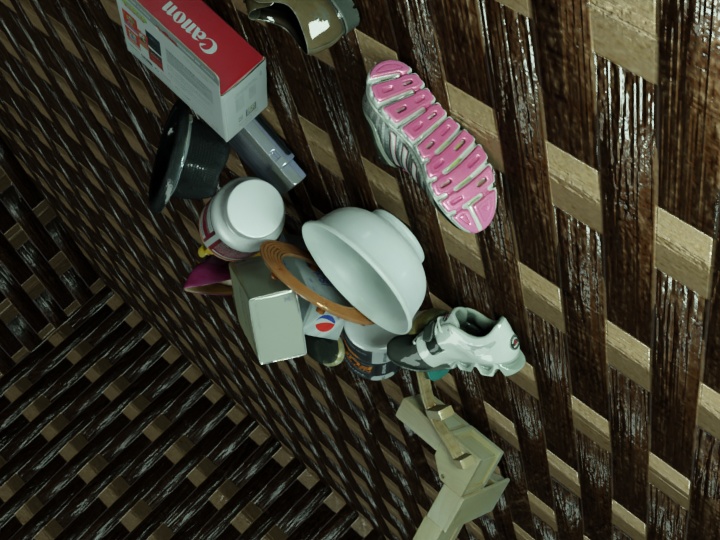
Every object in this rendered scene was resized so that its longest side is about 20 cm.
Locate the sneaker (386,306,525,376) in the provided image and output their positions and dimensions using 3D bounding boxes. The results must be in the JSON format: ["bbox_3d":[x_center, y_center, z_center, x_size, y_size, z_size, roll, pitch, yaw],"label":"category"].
[{"bbox_3d":[0.118,0.084,1.492,0.199,0.074,0.089,-1,121,31],"label":"sneaker"}]

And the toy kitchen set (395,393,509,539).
[{"bbox_3d":[0.143,0.342,1.947,0.180,0.201,0.163,37,-157,29],"label":"toy kitchen set"}]

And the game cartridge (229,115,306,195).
[{"bbox_3d":[-0.164,-0.198,1.650,0.200,0.038,0.130,49,160,-7],"label":"game cartridge"}]

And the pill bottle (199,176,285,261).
[{"bbox_3d":[-0.177,-0.079,1.706,0.113,0.113,0.200,48,164,-7],"label":"pill bottle"}]

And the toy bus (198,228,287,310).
[{"bbox_3d":[-0.162,-0.021,1.916,0.200,0.136,0.192,48,151,5],"label":"toy bus"}]

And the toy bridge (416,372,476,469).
[{"bbox_3d":[0.128,0.228,1.814,0.201,0.027,0.067,67,162,-2],"label":"toy bridge"}]

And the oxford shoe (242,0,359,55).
[{"bbox_3d":[-0.096,-0.303,1.141,0.200,0.084,0.073,47,166,3],"label":"oxford shoe"}]

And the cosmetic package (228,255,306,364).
[{"bbox_3d":[-0.140,0.053,1.672,0.200,0.073,0.104,-134,33,-70],"label":"cosmetic package"}]

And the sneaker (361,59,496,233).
[{"bbox_3d":[0.067,-0.124,1.177,0.200,0.074,0.087,53,163,-3],"label":"sneaker"}]

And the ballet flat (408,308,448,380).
[{"bbox_3d":[0.096,0.096,1.643,0.071,0.071,0.200,39,162,23],"label":"ballet flat"}]

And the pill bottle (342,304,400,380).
[{"bbox_3d":[0.024,0.109,1.766,0.106,0.106,0.200,42,163,15],"label":"pill bottle"}]

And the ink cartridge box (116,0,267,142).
[{"bbox_3d":[-0.217,-0.293,1.464,0.200,0.084,0.176,43,164,10],"label":"ink cartridge box"}]

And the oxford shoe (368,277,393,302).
[{"bbox_3d":[0.000,0.000,1.640,0.200,0.071,0.073,39,167,22],"label":"oxford shoe"}]

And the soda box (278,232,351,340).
[{"bbox_3d":[-0.078,0.022,1.730,0.068,0.064,0.200,10,-152,-25],"label":"soda box"}]

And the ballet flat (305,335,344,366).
[{"bbox_3d":[-0.065,0.100,1.801,0.057,0.067,0.200,29,-174,-30],"label":"ballet flat"}]

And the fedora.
[{"bbox_3d":[-0.250,-0.163,1.678,0.091,0.202,0.200,16,172,-18],"label":"fedora"}]

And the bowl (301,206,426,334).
[{"bbox_3d":[0.022,-0.017,1.505,0.201,0.090,0.201,42,162,16],"label":"bowl"}]

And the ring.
[{"bbox_3d":[-0.060,0.021,1.612,0.199,0.019,0.201,30,-165,-9],"label":"ring"}]

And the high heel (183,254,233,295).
[{"bbox_3d":[-0.191,0.034,1.819,0.199,0.096,0.068,30,153,25],"label":"high heel"}]
